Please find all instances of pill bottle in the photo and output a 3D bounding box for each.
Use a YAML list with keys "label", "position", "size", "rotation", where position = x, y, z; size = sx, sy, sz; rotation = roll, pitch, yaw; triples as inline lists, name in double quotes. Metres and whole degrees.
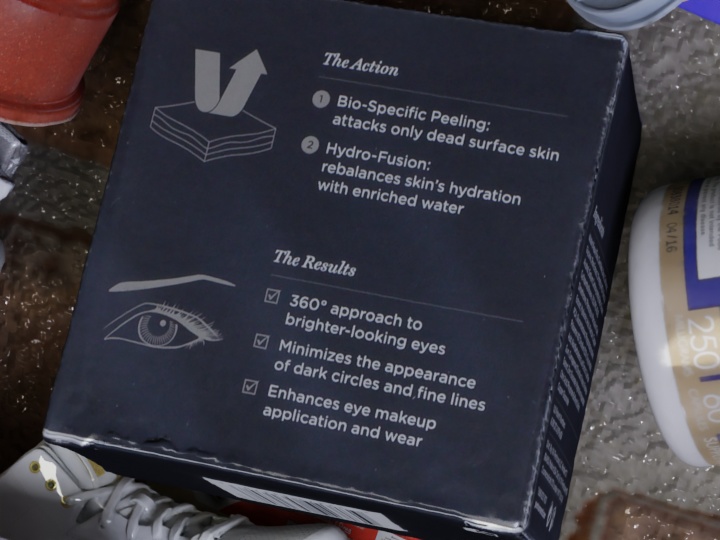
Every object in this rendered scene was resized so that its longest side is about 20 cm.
- label: "pill bottle"
  position: [0.215, 0.009, 0.849]
  size: [0.199, 0.116, 0.116]
  rotation: [-10, 105, 21]

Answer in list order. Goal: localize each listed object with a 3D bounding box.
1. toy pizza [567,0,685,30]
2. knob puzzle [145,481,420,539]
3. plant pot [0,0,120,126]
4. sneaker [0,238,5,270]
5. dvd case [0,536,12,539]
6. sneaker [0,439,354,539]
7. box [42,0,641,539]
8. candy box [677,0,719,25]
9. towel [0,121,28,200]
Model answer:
- label: "toy pizza"
  position: [0.116, -0.188, 0.798]
  size: [0.032, 0.200, 0.201]
  rotation: [6, 115, -22]
- label: "knob puzzle"
  position: [0.003, 0.054, 0.970]
  size: [0.219, 0.030, 0.221]
  rotation: [-3, 85, 29]
- label: "plant pot"
  position: [-0.145, -0.198, 0.872]
  size: [0.200, 0.201, 0.196]
  rotation: [38, 107, 2]
- label: "sneaker"
  position: [-0.268, 0.019, 1.043]
  size: [0.199, 0.078, 0.100]
  rotation: [11, 116, 16]
- label: "dvd case"
  position: [-0.178, 0.152, 0.922]
  size: [0.199, 0.018, 0.143]
  rotation: [12, 140, 9]
- label: "sneaker"
  position: [-0.098, 0.115, 0.953]
  size: [0.199, 0.074, 0.116]
  rotation: [-19, 90, 28]
- label: "box"
  position: [0.000, 0.000, 0.879]
  size: [0.196, 0.117, 0.201]
  rotation: [10, 79, 14]
- label: "candy box"
  position: [0.216, -0.151, 0.781]
  size: [0.200, 0.077, 0.170]
  rotation: [31, 120, 38]
- label: "towel"
  position: [-0.254, -0.048, 0.901]
  size: [0.200, 0.086, 0.166]
  rotation: [41, 94, 6]
